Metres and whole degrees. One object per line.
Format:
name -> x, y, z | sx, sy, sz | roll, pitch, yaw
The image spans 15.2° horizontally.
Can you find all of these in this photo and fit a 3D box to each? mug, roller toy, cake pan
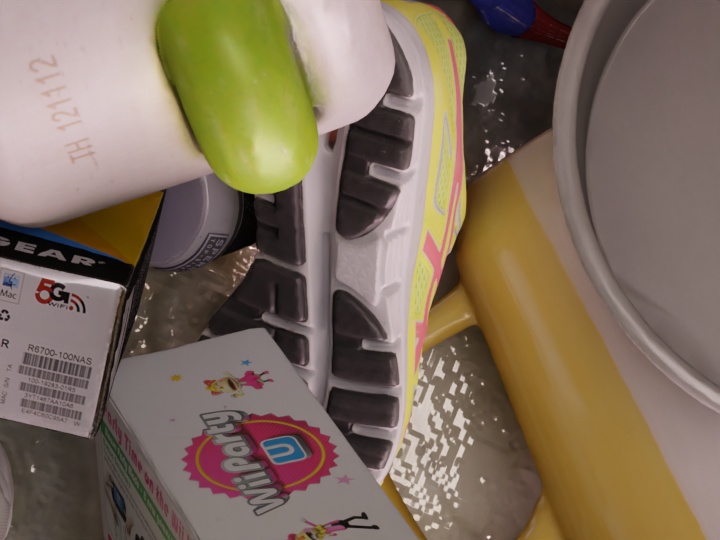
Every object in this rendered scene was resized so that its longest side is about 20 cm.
mug -> 0.094, 0.024, 0.930 | 0.186, 0.149, 0.154 | -29, 88, -23
roller toy -> -0.080, -0.111, 0.760 | 0.139, 0.200, 0.183 | -19, 104, 1
cake pan -> 0.158, -0.036, 0.867 | 0.199, 0.037, 0.202 | 1, 76, -4

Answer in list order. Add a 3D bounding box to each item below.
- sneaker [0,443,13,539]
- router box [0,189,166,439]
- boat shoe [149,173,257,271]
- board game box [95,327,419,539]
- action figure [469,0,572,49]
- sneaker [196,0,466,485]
sneaker -> -0.197, 0.046, 0.854 | 0.199, 0.099, 0.078 | 16, 82, -16
router box -> -0.164, -0.013, 0.818 | 0.199, 0.149, 0.051 | 13, 103, -3
boat shoe -> -0.078, -0.097, 0.924 | 0.056, 0.068, 0.201 | -12, 84, -52
board game box -> -0.030, 0.143, 0.837 | 0.064, 0.148, 0.201 | -12, 121, -18
action figure -> 0.029, -0.126, 0.923 | 0.199, 0.099, 0.066 | 18, 80, -23
sneaker -> 0.000, 0.000, 0.903 | 0.078, 0.090, 0.201 | 22, 115, 17
